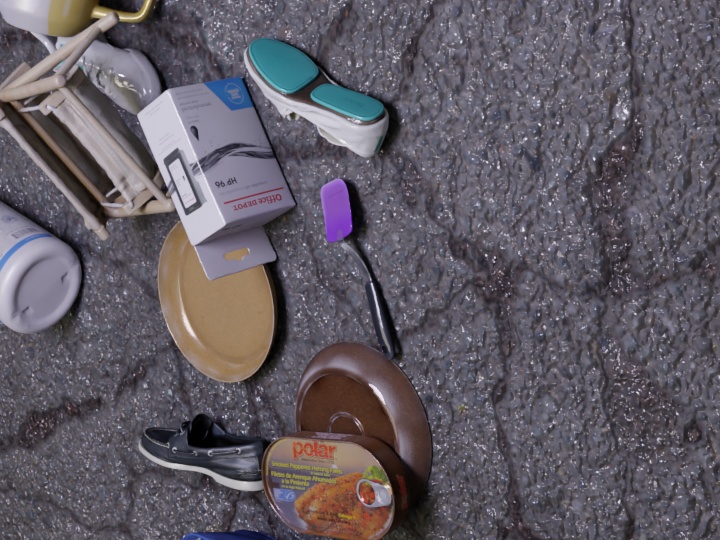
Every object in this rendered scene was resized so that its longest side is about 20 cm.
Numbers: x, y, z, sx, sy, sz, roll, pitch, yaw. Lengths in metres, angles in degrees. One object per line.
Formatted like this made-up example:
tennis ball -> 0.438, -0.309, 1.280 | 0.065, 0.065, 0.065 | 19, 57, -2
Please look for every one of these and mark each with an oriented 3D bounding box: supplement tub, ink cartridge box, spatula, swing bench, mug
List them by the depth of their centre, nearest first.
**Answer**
spatula -> 0.000, 0.000, 1.607 | 0.056, 0.020, 0.202 | -24, 88, 57
ink cartridge box -> -0.149, -0.103, 1.652 | 0.068, 0.115, 0.202 | -28, 84, 43
swing bench -> -0.306, -0.153, 1.722 | 0.199, 0.130, 0.199 | -18, 121, 43
mug -> -0.340, -0.347, 1.722 | 0.185, 0.149, 0.155 | 25, 108, 31
supplement tub -> -0.472, -0.015, 1.969 | 0.199, 0.131, 0.133 | 28, 120, 35

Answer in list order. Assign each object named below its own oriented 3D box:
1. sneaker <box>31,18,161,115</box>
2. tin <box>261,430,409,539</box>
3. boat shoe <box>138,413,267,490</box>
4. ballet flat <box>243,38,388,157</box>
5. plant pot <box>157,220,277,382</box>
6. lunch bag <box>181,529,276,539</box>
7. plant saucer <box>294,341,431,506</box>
sneaker -> -0.321, -0.244, 1.791 | 0.200, 0.088, 0.076 | 40, 124, 27
tin -> -0.028, 0.233, 1.649 | 0.199, 0.042, 0.113 | 0, 106, 43
boat shoe -> -0.187, 0.206, 1.806 | 0.198, 0.074, 0.067 | 15, 110, 39
ballet flat -> -0.051, -0.176, 1.583 | 0.199, 0.069, 0.070 | 33, 123, 31
plant pot -> -0.163, 0.030, 1.765 | 0.199, 0.027, 0.202 | 14, 110, 41
lunch bag -> -0.113, 0.387, 1.752 | 0.199, 0.132, 0.137 | 20, 99, 38
plant saucer -> -0.007, 0.180, 1.661 | 0.199, 0.032, 0.202 | 15, 113, 39
